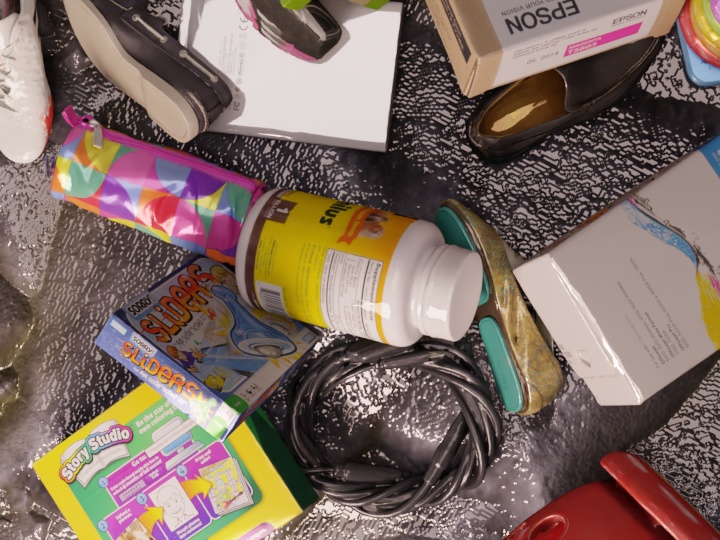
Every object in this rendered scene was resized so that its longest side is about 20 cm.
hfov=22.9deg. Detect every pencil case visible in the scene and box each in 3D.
[{"bbox_3d":[-0.181,-0.073,1.583,0.198,0.088,0.089,21,94,3],"label":"pencil case"}]

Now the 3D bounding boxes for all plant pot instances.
[{"bbox_3d":[0.218,0.265,1.486,0.200,0.200,0.183,44,92,4],"label":"plant pot"}]

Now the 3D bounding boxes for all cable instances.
[{"bbox_3d":[0.024,0.139,1.587,0.198,0.051,0.164,-22,96,11],"label":"cable"}]

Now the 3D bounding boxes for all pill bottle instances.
[{"bbox_3d":[0.000,0.000,1.529,0.198,0.109,0.110,14,93,22],"label":"pill bottle"}]

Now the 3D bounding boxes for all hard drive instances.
[{"bbox_3d":[-0.066,-0.184,1.597,0.198,0.025,0.133,7,92,7],"label":"hard drive"}]

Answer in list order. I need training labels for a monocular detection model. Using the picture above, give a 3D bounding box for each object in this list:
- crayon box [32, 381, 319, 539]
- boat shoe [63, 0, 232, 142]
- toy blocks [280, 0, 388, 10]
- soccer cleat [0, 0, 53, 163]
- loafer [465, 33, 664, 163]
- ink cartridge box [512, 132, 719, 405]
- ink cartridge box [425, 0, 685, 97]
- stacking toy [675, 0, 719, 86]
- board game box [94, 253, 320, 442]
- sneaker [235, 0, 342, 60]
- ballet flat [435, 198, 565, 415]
[{"bbox_3d":[-0.166,0.187,1.586,0.199,0.058,0.173,-35,86,17],"label":"crayon box"},{"bbox_3d":[-0.191,-0.195,1.588,0.062,0.073,0.200,-34,65,-24],"label":"boat shoe"},{"bbox_3d":[-0.047,-0.302,1.494,0.100,0.199,0.138,-36,72,25],"label":"toy blocks"},{"bbox_3d":[-0.316,-0.197,1.595,0.068,0.085,0.202,-1,94,7],"label":"soccer cleat"},{"bbox_3d":[0.179,-0.160,1.543,0.199,0.072,0.073,-38,85,5],"label":"loafer"},{"bbox_3d":[0.255,0.000,1.479,0.199,0.147,0.145,-33,88,-8],"label":"ink cartridge box"},{"bbox_3d":[0.152,-0.259,1.499,0.198,0.075,0.166,-19,73,-13],"label":"ink cartridge box"},{"bbox_3d":[0.317,-0.223,1.461,0.109,0.200,0.117,-13,89,7],"label":"stacking toy"},{"bbox_3d":[-0.126,0.060,1.522,0.135,0.200,0.035,37,114,4],"label":"board game box"},{"bbox_3d":[-0.080,-0.279,1.550,0.086,0.080,0.200,-43,94,-21],"label":"sneaker"},{"bbox_3d":[0.126,0.026,1.562,0.070,0.071,0.202,-21,90,7],"label":"ballet flat"}]
